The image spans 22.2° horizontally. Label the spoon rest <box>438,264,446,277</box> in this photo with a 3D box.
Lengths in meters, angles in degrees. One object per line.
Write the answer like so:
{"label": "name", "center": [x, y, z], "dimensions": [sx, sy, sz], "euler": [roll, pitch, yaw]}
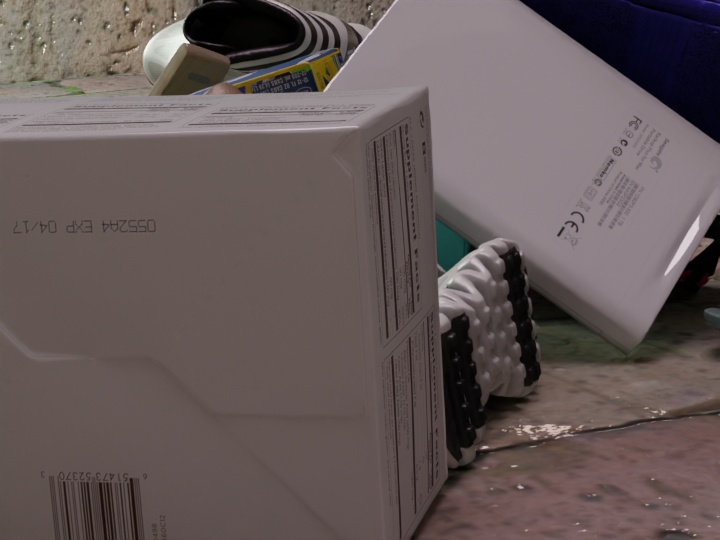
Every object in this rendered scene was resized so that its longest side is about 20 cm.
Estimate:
{"label": "spoon rest", "center": [0.000, 0.000, 0.962], "dimensions": [0.060, 0.100, 0.200], "euler": [23, 6, 20]}

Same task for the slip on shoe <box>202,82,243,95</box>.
{"label": "slip on shoe", "center": [-0.103, -0.005, 0.818], "dimensions": [0.200, 0.061, 0.076], "euler": [-40, -13, 36]}

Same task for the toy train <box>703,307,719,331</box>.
{"label": "toy train", "center": [0.234, 0.011, 0.857], "dimensions": [0.113, 0.086, 0.200], "euler": [8, 7, -7]}

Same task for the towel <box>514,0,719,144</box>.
{"label": "towel", "center": [0.146, -0.112, 1.003], "dimensions": [0.198, 0.149, 0.050], "euler": [19, 39, 11]}

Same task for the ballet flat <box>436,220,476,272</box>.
{"label": "ballet flat", "center": [0.084, -0.012, 1.059], "dimensions": [0.067, 0.069, 0.199], "euler": [14, -8, -37]}

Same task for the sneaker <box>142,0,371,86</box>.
{"label": "sneaker", "center": [-0.092, -0.155, 1.203], "dimensions": [0.199, 0.076, 0.115], "euler": [4, -11, 39]}

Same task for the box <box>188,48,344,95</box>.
{"label": "box", "center": [-0.098, -0.057, 0.995], "dimensions": [0.198, 0.071, 0.064], "euler": [-16, 9, 17]}

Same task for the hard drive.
{"label": "hard drive", "center": [0.087, -0.065, 0.944], "dimensions": [0.132, 0.199, 0.026], "euler": [-53, -3, -31]}

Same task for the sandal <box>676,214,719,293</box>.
{"label": "sandal", "center": [0.163, -0.010, 1.073], "dimensions": [0.075, 0.046, 0.199], "euler": [5, -3, -42]}

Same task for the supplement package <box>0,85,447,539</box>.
{"label": "supplement package", "center": [-0.077, 0.019, 0.671], "dimensions": [0.198, 0.157, 0.111], "euler": [0, 13, 15]}

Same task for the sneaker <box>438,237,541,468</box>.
{"label": "sneaker", "center": [0.029, 0.033, 0.817], "dimensions": [0.080, 0.076, 0.200], "euler": [-8, 7, 21]}

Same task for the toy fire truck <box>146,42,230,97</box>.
{"label": "toy fire truck", "center": [-0.131, -0.072, 1.181], "dimensions": [0.175, 0.130, 0.199], "euler": [-12, 6, -43]}
